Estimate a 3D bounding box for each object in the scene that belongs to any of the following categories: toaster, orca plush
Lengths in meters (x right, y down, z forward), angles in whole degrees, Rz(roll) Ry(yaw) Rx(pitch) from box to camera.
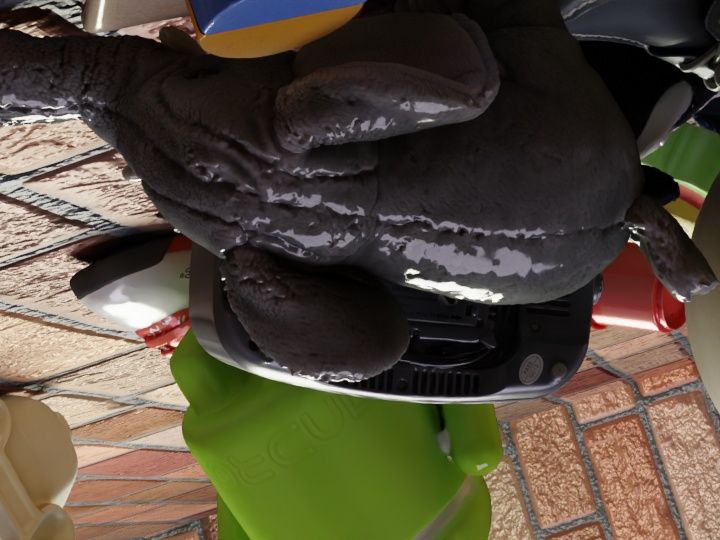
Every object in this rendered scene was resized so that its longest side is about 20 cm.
[{"bbox_3d":[0.000,0.000,0.842,0.199,0.114,0.129,4,176,-14],"label":"toaster"},{"bbox_3d":[0.114,-0.084,0.780,0.199,0.105,0.071,-11,138,-15],"label":"orca plush"}]

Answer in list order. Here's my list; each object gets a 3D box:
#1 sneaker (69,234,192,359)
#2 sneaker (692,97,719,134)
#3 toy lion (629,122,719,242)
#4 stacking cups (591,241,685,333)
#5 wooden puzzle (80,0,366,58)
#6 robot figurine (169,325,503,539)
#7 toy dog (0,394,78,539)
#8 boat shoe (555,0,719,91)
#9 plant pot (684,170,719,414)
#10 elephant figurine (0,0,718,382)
[{"bbox_3d":[-0.073,0.041,1.036,0.067,0.108,0.201,-21,169,27],"label":"sneaker"},{"bbox_3d":[0.216,-0.077,0.873,0.078,0.070,0.200,-42,-166,0],"label":"sneaker"},{"bbox_3d":[0.160,-0.027,0.921,0.199,0.069,0.192,27,170,-1],"label":"toy lion"},{"bbox_3d":[0.066,-0.005,0.938,0.199,0.061,0.060,6,-175,36],"label":"stacking cups"},{"bbox_3d":[0.020,-0.112,0.536,0.185,0.046,0.200,-14,170,-16],"label":"wooden puzzle"},{"bbox_3d":[-0.012,0.098,0.964,0.175,0.200,0.116,-28,-165,25],"label":"robot figurine"},{"bbox_3d":[-0.305,0.156,1.294,0.199,0.140,0.194,-22,-155,20],"label":"toy dog"},{"bbox_3d":[0.150,-0.104,0.738,0.199,0.062,0.073,-10,168,-33],"label":"boat shoe"},{"bbox_3d":[0.212,0.010,0.673,0.187,0.188,0.200,-18,178,8],"label":"plant pot"},{"bbox_3d":[-0.011,-0.032,0.630,0.155,0.142,0.200,-15,178,44],"label":"elephant figurine"}]
